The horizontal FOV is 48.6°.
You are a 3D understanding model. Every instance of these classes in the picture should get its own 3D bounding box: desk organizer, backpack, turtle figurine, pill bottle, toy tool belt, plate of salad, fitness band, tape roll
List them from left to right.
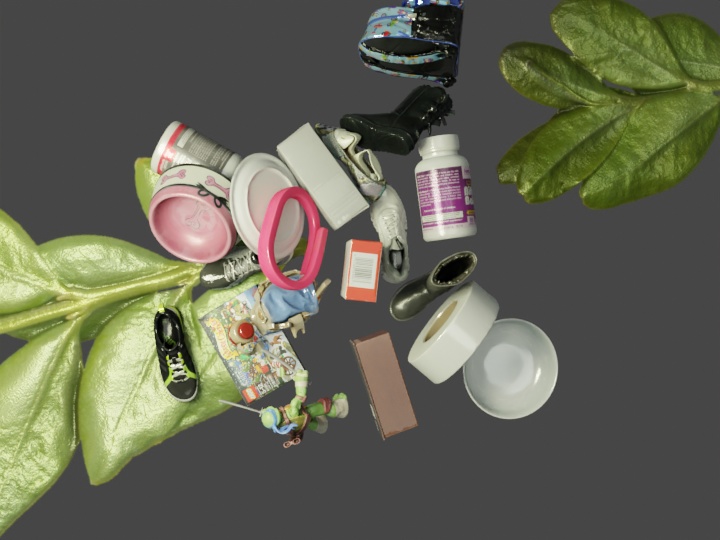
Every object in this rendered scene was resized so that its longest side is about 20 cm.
[{"bbox_3d":[-0.297,-0.197,1.556,0.198,0.111,0.112,28,89,-4],"label":"pill bottle"},{"bbox_3d":[-0.180,-0.120,1.509,0.048,0.199,0.203,-8,92,37],"label":"plate of salad"},{"bbox_3d":[-0.153,0.073,1.529,0.199,0.122,0.126,-31,93,-37],"label":"toy tool belt"},{"bbox_3d":[-0.128,-0.060,1.502,0.143,0.037,0.203,35,56,-41],"label":"fitness band"},{"bbox_3d":[-0.131,0.247,1.549,0.193,0.199,0.146,18,99,-46],"label":"turtle figurine"},{"bbox_3d":[0.047,0.228,1.609,0.076,0.072,0.203,-18,92,-6],"label":"desk organizer"},{"bbox_3d":[0.099,-0.454,1.558,0.197,0.183,0.137,6,82,7],"label":"backpack"},{"bbox_3d":[0.168,-0.164,1.592,0.110,0.112,0.203,-8,92,-4],"label":"pill bottle"},{"bbox_3d":[0.181,0.119,1.553,0.071,0.202,0.203,39,88,-3],"label":"tape roll"}]

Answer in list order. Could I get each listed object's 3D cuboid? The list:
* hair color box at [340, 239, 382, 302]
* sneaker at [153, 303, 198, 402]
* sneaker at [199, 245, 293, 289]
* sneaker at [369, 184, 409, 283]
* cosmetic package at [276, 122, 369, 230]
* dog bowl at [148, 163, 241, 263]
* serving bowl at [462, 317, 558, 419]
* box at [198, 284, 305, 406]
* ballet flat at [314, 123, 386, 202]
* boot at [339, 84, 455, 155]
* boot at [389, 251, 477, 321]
[{"bbox_3d":[0.000,0.000,1.537,0.063,0.200,0.113,6,90,-5],"label":"hair color box"},{"bbox_3d":[-0.373,0.165,1.569,0.071,0.083,0.203,-15,92,-4],"label":"sneaker"},{"bbox_3d":[-0.228,-0.019,1.561,0.198,0.115,0.076,-23,92,-4],"label":"sneaker"},{"bbox_3d":[0.065,-0.075,1.602,0.074,0.081,0.203,-11,90,-2],"label":"sneaker"},{"bbox_3d":[-0.077,-0.182,1.577,0.090,0.107,0.201,-34,95,-4],"label":"cosmetic package"},{"bbox_3d":[-0.312,-0.099,1.517,0.197,0.074,0.202,8,132,9],"label":"dog bowl"},{"bbox_3d":[0.299,0.196,1.630,0.197,0.066,0.204,0,91,-5],"label":"serving bowl"},{"bbox_3d":[-0.217,0.149,1.603,0.135,0.038,0.202,-30,93,-4],"label":"box"},{"bbox_3d":[-0.012,-0.231,1.582,0.072,0.072,0.201,-36,80,-3],"label":"ballet flat"},{"bbox_3d":[0.076,-0.310,1.592,0.163,0.197,0.074,-48,138,-25],"label":"boot"},{"bbox_3d":[0.138,0.033,1.548,0.181,0.200,0.073,-41,93,-3],"label":"boot"}]
